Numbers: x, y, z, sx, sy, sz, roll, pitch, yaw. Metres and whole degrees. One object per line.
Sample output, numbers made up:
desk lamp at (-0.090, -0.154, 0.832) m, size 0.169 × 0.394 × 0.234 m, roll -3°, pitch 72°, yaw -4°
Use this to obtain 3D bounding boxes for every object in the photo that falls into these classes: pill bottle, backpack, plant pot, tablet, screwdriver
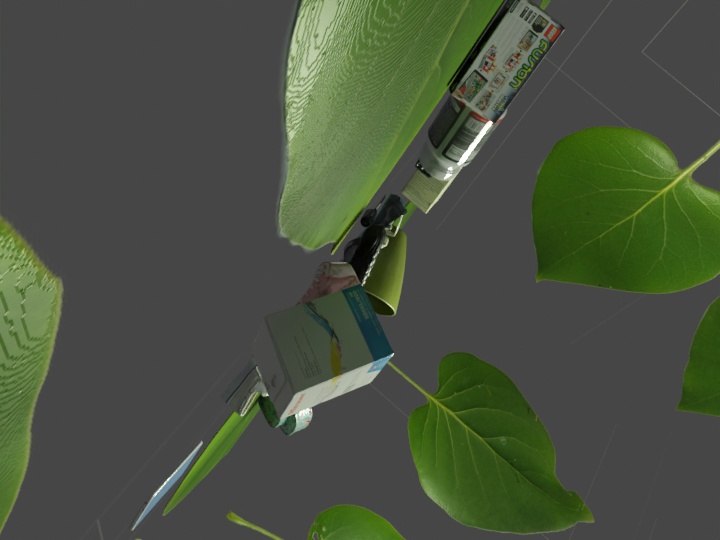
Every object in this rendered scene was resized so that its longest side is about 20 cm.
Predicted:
pill bottle at (0.204, -0.288, 1.356) m, size 0.116 × 0.115 × 0.201 m, roll -48°, pitch 176°, yaw -43°
backpack at (-0.269, 0.491, 2.399) m, size 0.149 × 0.202 × 0.178 m, roll -20°, pitch 157°, yaw -42°
plant pot at (0.044, -0.015, 1.715) m, size 0.187 × 0.183 × 0.204 m, roll 118°, pitch -4°, yaw -75°
tablet at (-0.425, 0.468, 1.448) m, size 0.131 × 0.014 × 0.200 m, roll -55°, pitch 177°, yaw 28°
screwdriver at (0.038, -0.133, 1.428) m, size 0.200 × 0.028 × 0.029 m, roll -47°, pitch 158°, yaw -61°

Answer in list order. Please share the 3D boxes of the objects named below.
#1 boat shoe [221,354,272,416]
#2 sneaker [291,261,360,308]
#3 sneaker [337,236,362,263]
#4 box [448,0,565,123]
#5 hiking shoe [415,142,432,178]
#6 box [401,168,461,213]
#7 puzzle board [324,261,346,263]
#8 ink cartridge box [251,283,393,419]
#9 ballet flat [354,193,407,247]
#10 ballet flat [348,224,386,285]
boat shoe at (-0.190, 0.216, 1.290) m, size 0.203 × 0.086 × 0.074 m, roll -48°, pitch 173°, yaw 21°
sneaker at (-0.090, 0.047, 1.295) m, size 0.196 × 0.107 × 0.075 m, roll -21°, pitch 179°, yaw -14°
sneaker at (-0.005, -0.004, 1.526) m, size 0.072 × 0.090 × 0.201 m, roll -9°, pitch 159°, yaw -19°
box at (0.258, -0.377, 1.178) m, size 0.201 × 0.108 × 0.035 m, roll -54°, pitch -159°, yaw 28°
hiking shoe at (0.186, -0.294, 1.576) m, size 0.088 × 0.073 × 0.200 m, roll -58°, pitch -172°, yaw -12°
box at (0.224, -0.287, 1.879) m, size 0.201 × 0.096 × 0.176 m, roll -53°, pitch 177°, yaw 25°
puzzle board at (-0.063, 0.084, 1.426) m, size 0.150 × 0.017 × 0.206 m, roll -4°, pitch 103°, yaw -77°
ink cartridge box at (-0.072, 0.143, 1.168) m, size 0.196 × 0.147 × 0.148 m, roll -17°, pitch 159°, yaw -27°
ballet flat at (0.046, -0.093, 1.530) m, size 0.201 × 0.073 × 0.073 m, roll -50°, pitch 179°, yaw 42°
ballet flat at (0.000, 0.000, 1.365) m, size 0.056 × 0.066 × 0.203 m, roll 15°, pitch 108°, yaw -57°
